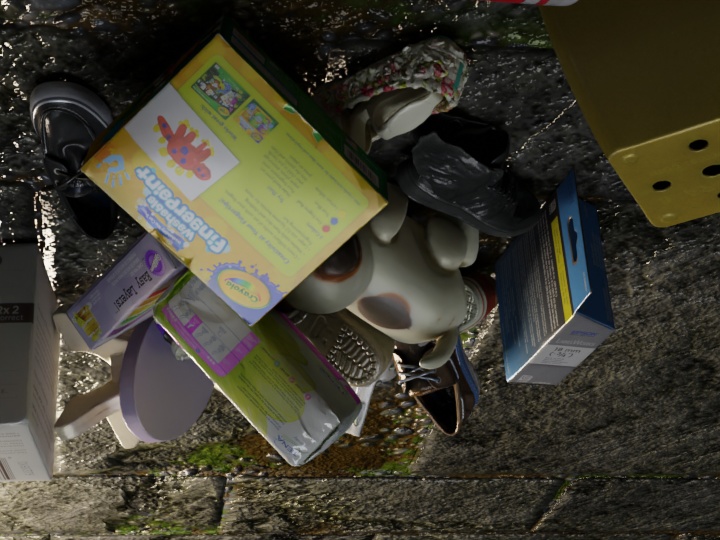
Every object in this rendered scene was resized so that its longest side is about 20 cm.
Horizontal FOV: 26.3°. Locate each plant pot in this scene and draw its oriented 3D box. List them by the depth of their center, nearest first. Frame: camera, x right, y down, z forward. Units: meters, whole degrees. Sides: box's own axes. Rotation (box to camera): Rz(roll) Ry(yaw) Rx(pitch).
[{"bbox_3d":[0.268,-0.154,1.235,0.199,0.177,0.200,-17,148,21],"label":"plant pot"}]

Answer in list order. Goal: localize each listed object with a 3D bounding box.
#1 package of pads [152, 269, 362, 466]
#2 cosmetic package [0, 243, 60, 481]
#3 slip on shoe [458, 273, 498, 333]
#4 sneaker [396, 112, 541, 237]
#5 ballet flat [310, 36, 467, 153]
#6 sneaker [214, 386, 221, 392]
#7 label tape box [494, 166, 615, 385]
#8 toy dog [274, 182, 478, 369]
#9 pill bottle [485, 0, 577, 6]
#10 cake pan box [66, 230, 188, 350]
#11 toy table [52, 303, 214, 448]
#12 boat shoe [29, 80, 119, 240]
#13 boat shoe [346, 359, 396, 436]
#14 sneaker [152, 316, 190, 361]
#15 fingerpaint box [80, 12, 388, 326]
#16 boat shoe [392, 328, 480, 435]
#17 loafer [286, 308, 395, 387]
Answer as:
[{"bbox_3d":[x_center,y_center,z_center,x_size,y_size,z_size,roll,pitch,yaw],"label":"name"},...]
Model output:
[{"bbox_3d":[-0.089,0.080,1.400,0.068,0.200,0.154,-44,176,7],"label":"package of pads"},{"bbox_3d":[-0.402,0.098,1.583,0.164,0.201,0.165,-2,153,-3],"label":"cosmetic package"},{"bbox_3d":[0.077,0.052,1.703,0.061,0.074,0.200,-21,175,-45],"label":"slip on shoe"},{"bbox_3d":[0.114,-0.092,1.448,0.199,0.060,0.104,16,146,-30],"label":"sneaker"},{"bbox_3d":[0.008,-0.137,1.335,0.199,0.064,0.075,-27,139,37],"label":"ballet flat"},{"bbox_3d":[-0.084,0.099,1.779,0.199,0.076,0.088,-3,-178,-19],"label":"sneaker"},{"bbox_3d":[0.207,0.010,1.556,0.063,0.145,0.200,7,150,-18],"label":"label tape box"},{"bbox_3d":[0.000,0.000,1.475,0.199,0.195,0.139,10,159,-40],"label":"toy dog"},{"bbox_3d":[0.064,-0.251,1.099,0.198,0.113,0.112,2,151,-11],"label":"pill bottle"},{"bbox_3d":[-0.161,-0.018,1.458,0.200,0.052,0.184,-33,178,-46],"label":"cake pan box"},{"bbox_3d":[-0.239,0.107,1.644,0.116,0.200,0.185,-9,109,25],"label":"toy table"},{"bbox_3d":[-0.255,-0.092,1.395,0.069,0.067,0.200,-3,151,-2],"label":"boat shoe"},{"bbox_3d":[0.013,0.095,1.702,0.066,0.074,0.201,26,122,2],"label":"boat shoe"},{"bbox_3d":[-0.150,0.026,1.619,0.070,0.100,0.200,-52,160,26],"label":"sneaker"},{"bbox_3d":[-0.103,-0.083,1.289,0.167,0.073,0.200,-42,108,16],"label":"fingerpaint box"},{"bbox_3d":[0.073,0.098,1.633,0.072,0.073,0.200,-13,132,29],"label":"boat shoe"},{"bbox_3d":[-0.040,0.037,1.562,0.076,0.200,0.068,-49,162,26],"label":"loafer"}]
